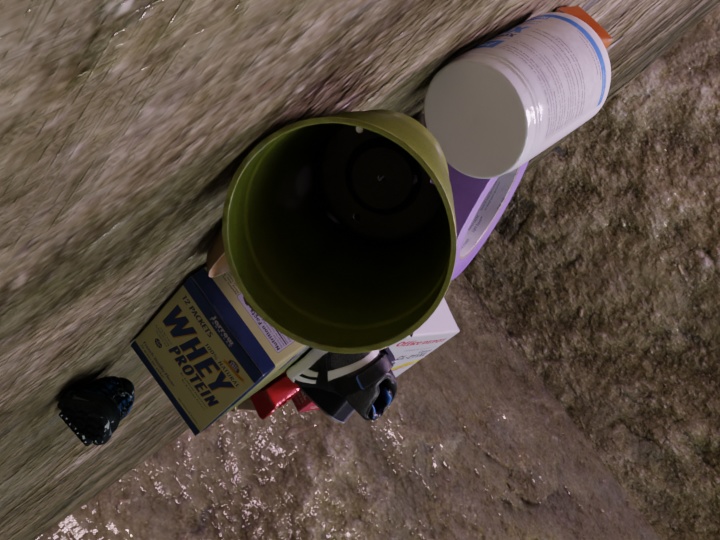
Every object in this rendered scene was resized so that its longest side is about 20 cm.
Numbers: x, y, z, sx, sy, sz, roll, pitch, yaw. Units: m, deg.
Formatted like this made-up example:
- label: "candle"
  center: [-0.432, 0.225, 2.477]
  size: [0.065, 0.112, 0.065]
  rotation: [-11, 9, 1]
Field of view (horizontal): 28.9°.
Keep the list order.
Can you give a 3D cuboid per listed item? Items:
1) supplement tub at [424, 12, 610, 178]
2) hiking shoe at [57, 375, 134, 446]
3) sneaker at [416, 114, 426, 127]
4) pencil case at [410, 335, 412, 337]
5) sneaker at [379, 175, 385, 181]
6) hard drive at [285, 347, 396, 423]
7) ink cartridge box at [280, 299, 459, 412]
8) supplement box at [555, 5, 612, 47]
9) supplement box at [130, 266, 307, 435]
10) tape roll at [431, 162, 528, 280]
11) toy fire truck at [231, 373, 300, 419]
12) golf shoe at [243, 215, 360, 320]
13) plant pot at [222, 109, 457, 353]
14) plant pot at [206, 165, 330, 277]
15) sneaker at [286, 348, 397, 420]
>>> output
- label: "supplement tub"
  center: [0.172, -0.190, 1.495]
  size: [0.199, 0.133, 0.132]
  rotation: [-33, 174, -48]
- label: "hiking shoe"
  center: [-0.308, 0.154, 1.658]
  size: [0.087, 0.075, 0.200]
  rotation: [-44, -172, -17]
- label: "sneaker"
  center: [0.070, -0.132, 1.698]
  size: [0.088, 0.081, 0.200]
  rotation: [-33, 171, 10]
- label: "pencil case"
  center: [0.000, 0.000, 1.707]
  size: [0.077, 0.202, 0.089]
  rotation: [7, 143, -41]
- label: "sneaker"
  center: [0.024, -0.082, 1.590]
  size: [0.060, 0.105, 0.200]
  rotation: [-35, 176, -13]
- label: "hard drive"
  center: [-0.056, 0.081, 1.764]
  size: [0.042, 0.201, 0.135]
  rotation: [-10, 145, -55]
- label: "ink cartridge box"
  center: [0.009, 0.098, 1.836]
  size: [0.199, 0.084, 0.145]
  rotation: [-38, 159, 32]
- label: "supplement box"
  center: [0.214, -0.222, 1.695]
  size: [0.066, 0.069, 0.201]
  rotation: [-20, 150, -56]
- label: "supplement box"
  center: [-0.124, 0.056, 1.615]
  size: [0.199, 0.135, 0.200]
  rotation: [-34, 175, -39]
- label: "tape roll"
  center: [0.126, -0.089, 1.624]
  size: [0.201, 0.065, 0.201]
  rotation: [-54, 168, -18]
- label: "toy fire truck"
  center: [-0.173, 0.129, 1.786]
  size: [0.049, 0.142, 0.199]
  rotation: [-34, -175, -38]
- label: "golf shoe"
  center: [-0.055, -0.023, 1.477]
  size: [0.200, 0.072, 0.092]
  rotation: [-48, 179, -46]
- label: "plant pot"
  center: [0.002, -0.057, 1.231]
  size: [0.200, 0.201, 0.193]
  rotation: [-39, -174, 22]
- label: "plant pot"
  center: [-0.082, -0.064, 1.419]
  size: [0.199, 0.028, 0.200]
  rotation: [-38, 175, -4]
- label: "sneaker"
  center: [-0.019, 0.133, 1.641]
  size: [0.073, 0.112, 0.200]
  rotation: [-35, 176, -23]
